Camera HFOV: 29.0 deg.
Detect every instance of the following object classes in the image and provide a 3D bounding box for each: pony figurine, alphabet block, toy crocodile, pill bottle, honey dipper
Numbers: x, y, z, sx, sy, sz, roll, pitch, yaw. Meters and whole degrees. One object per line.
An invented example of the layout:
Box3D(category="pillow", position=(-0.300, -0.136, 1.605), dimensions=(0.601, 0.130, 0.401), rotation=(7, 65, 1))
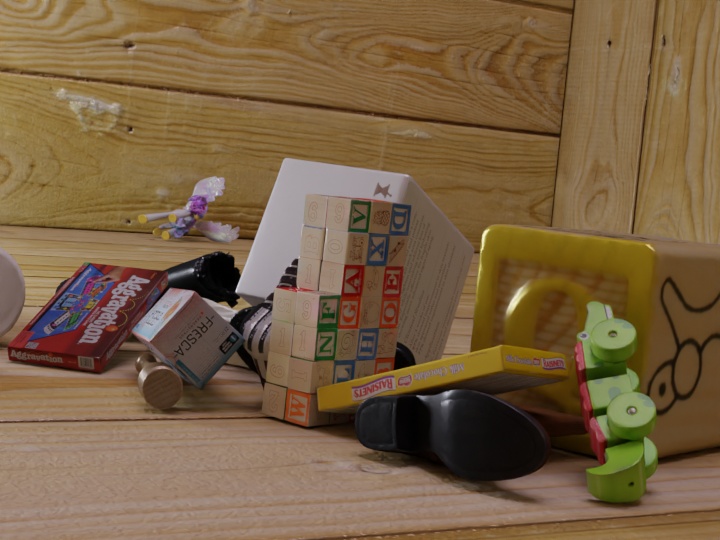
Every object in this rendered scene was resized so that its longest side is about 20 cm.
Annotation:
Box3D(category="pony figurine", position=(-0.413, -0.135, 3.397), dimensions=(0.191, 0.169, 0.199), rotation=(-1, 16, 35))
Box3D(category="alphabet block", position=(0.237, 0.062, 1.308), dimensions=(0.195, 0.198, 0.199), rotation=(7, 3, 42))
Box3D(category="toy crocodile", position=(0.199, 0.103, 1.115), dimensions=(0.061, 0.068, 0.201), rotation=(-8, 42, 5))
Box3D(category="pill bottle", position=(-0.462, 0.014, 1.547), dimensions=(0.111, 0.114, 0.199), rotation=(2, 5, -38))
Box3D(category="honey dipper", position=(-0.197, 0.100, 1.315), dimensions=(0.037, 0.039, 0.200), rotation=(4, 0, -14))

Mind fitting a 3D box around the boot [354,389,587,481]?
Box3D(category="boot", position=(0.124, 0.137, 1.140), dimensions=(0.187, 0.069, 0.199), rotation=(-8, -12, 44))

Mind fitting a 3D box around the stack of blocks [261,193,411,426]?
Box3D(category="stack of blocks", position=(-0.021, 0.034, 1.267), dimensions=(0.058, 0.203, 0.114), rotation=(10, 6, 40))

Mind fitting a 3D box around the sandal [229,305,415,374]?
Box3D(category="sandal", position=(-0.039, 0.085, 1.428), dimensions=(0.198, 0.076, 0.048), rotation=(15, 18, 9))

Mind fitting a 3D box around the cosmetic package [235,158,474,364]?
Box3D(category="cosmetic package", position=(0.000, 0.000, 1.532), dimensions=(0.165, 0.169, 0.200), rotation=(11, -18, 30))

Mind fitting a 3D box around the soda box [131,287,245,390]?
Box3D(category="soda box", position=(-0.169, 0.063, 1.335), dimensions=(0.068, 0.064, 0.200), rotation=(44, -9, -10))

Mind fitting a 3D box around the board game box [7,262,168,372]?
Box3D(category="board game box", position=(-0.287, 0.046, 1.486), dimensions=(0.102, 0.020, 0.200), rotation=(7, 27, 10))

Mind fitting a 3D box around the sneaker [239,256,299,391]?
Box3D(category="sneaker", position=(-0.045, 0.058, 1.364), dimensions=(0.075, 0.117, 0.200), rotation=(13, 37, 32))

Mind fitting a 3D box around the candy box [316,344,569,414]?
Box3D(category="candy box", position=(0.068, 0.097, 1.189), dimensions=(0.198, 0.027, 0.102), rotation=(-16, -15, 37))

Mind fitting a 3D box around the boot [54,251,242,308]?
Box3D(category="boot", position=(-0.241, 0.026, 1.631), dimensions=(0.161, 0.074, 0.198), rotation=(-16, -10, 23))

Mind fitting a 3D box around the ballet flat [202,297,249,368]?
Box3D(category="ballet flat", position=(-0.162, 0.073, 1.534), dimensions=(0.198, 0.070, 0.069), rotation=(10, 6, 27))
